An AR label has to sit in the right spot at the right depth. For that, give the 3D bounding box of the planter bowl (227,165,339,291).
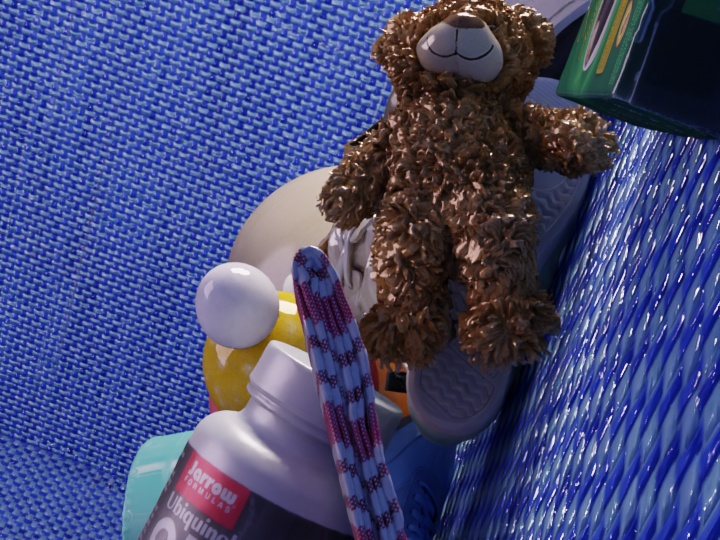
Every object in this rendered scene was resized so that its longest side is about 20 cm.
[{"bbox_3d":[0.003,0.032,1.234,0.135,0.199,0.201,-128,56,-67],"label":"planter bowl"}]

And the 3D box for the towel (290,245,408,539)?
[{"bbox_3d":[0.005,0.092,0.727,0.146,0.030,0.201,106,149,-82],"label":"towel"}]

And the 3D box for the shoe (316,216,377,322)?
[{"bbox_3d":[0.000,0.000,0.948,0.200,0.053,0.070,172,108,-85],"label":"shoe"}]

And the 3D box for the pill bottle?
[{"bbox_3d":[-0.058,0.144,0.848,0.201,0.110,0.111,-63,0,1],"label":"pill bottle"}]

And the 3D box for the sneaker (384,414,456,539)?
[{"bbox_3d":[0.021,0.166,0.937,0.078,0.066,0.200,-8,37,43],"label":"sneaker"}]

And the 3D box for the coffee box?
[{"bbox_3d":[0.121,-0.114,0.597,0.200,0.044,0.124,-75,5,-85],"label":"coffee box"}]

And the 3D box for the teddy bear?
[{"bbox_3d":[0.047,-0.046,0.774,0.067,0.144,0.201,33,-107,-57],"label":"teddy bear"}]

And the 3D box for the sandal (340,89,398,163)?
[{"bbox_3d":[0.018,-0.078,1.030,0.080,0.054,0.200,-40,-16,-26],"label":"sandal"}]

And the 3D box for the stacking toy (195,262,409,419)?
[{"bbox_3d":[-0.053,0.063,0.984,0.200,0.145,0.147,58,-135,-50],"label":"stacking toy"}]

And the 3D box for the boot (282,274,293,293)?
[{"bbox_3d":[0.040,0.080,1.105,0.072,0.143,0.201,-21,-85,-70],"label":"boot"}]

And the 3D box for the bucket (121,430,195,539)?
[{"bbox_3d":[-0.078,0.202,1.151,0.207,0.134,0.209,-8,-90,-78],"label":"bucket"}]

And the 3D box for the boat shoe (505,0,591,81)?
[{"bbox_3d":[0.107,-0.127,0.895,0.200,0.060,0.074,-53,41,-1],"label":"boat shoe"}]

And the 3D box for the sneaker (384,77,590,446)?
[{"bbox_3d":[0.066,-0.001,0.867,0.118,0.073,0.202,98,-168,-75],"label":"sneaker"}]
